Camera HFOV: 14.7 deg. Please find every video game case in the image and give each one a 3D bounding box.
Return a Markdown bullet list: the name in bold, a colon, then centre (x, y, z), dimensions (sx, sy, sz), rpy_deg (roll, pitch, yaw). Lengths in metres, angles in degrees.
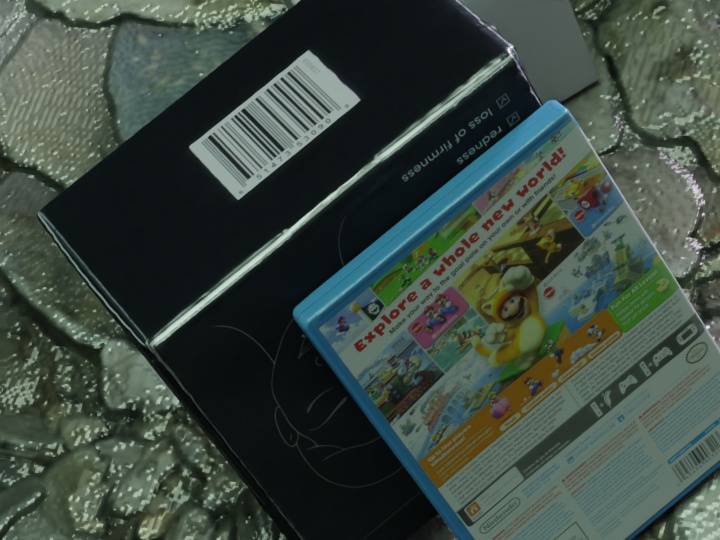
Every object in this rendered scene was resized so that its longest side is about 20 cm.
- **video game case**: centre (0.077, 0.043, 1.206), dimensions (0.143, 0.200, 0.018), rpy_deg (-39, 33, -5)

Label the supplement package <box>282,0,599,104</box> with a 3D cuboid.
- **supplement package**: centre (0.013, -0.161, 1.395), dimensions (0.117, 0.117, 0.200), rpy_deg (-31, 55, 0)

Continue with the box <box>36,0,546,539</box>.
- **box**: centre (0.000, 0.000, 1.246), dimensions (0.200, 0.197, 0.124), rpy_deg (-39, 43, -5)
